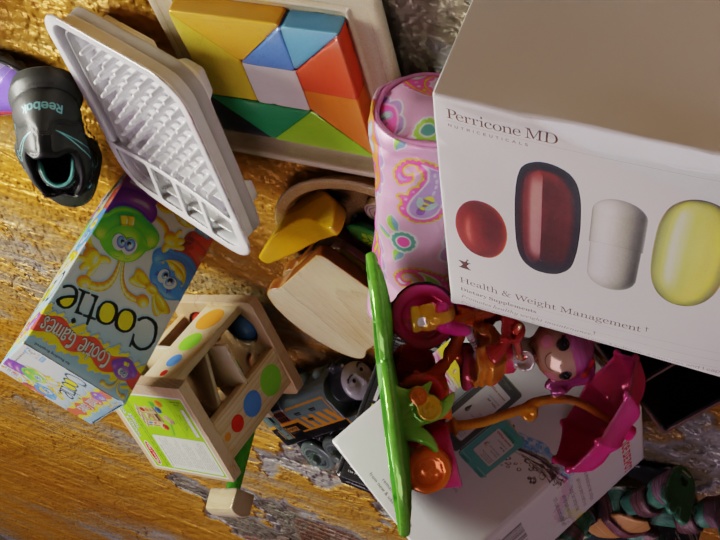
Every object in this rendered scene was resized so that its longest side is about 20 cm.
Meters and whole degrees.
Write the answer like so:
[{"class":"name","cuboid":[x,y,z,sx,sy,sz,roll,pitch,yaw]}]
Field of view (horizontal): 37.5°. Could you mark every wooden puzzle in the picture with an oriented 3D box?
[{"class":"wooden puzzle","cuboid":[-0.058,-0.143,0.758,0.183,0.037,0.201,13,148,21]}]

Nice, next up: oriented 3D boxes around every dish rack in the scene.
[{"class":"dish rack","cuboid":[-0.152,-0.113,0.831,0.171,0.044,0.201,33,158,31]}]

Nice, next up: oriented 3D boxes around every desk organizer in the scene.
[{"class":"desk organizer","cuboid":[0.225,0.039,0.797,0.071,0.077,0.200,-6,138,42]}]

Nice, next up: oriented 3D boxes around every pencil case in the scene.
[{"class":"pencil case","cuboid":[0.046,-0.040,0.759,0.087,0.088,0.201,15,136,16]}]

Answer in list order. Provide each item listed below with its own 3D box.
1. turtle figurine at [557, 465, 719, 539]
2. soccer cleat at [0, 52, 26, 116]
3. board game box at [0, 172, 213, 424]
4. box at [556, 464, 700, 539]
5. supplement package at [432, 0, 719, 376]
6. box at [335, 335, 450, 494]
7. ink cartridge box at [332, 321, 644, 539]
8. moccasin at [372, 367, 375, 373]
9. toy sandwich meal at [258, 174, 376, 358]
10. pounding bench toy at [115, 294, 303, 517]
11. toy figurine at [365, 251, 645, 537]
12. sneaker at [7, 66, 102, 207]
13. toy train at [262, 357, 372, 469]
[{"class":"turtle figurine","cuboid":[0.230,0.227,0.933,0.148,0.102,0.200,10,152,-30]},{"class":"soccer cleat","cuboid":[-0.361,-0.148,0.937,0.198,0.074,0.068,5,145,29]},{"class":"board game box","cuboid":[-0.230,0.022,0.982,0.103,0.201,0.105,34,149,-17]},{"class":"box","cuboid":[0.227,0.303,1.094,0.195,0.201,0.118,4,145,33]},{"class":"supplement package","cuboid":[0.155,-0.067,0.609,0.189,0.148,0.201,14,150,18]},{"class":"box","cuboid":[0.096,0.151,0.986,0.198,0.162,0.044,19,164,11]},{"class":"ink cartridge box","cuboid":[0.110,0.146,0.867,0.146,0.200,0.147,47,173,29]},{"class":"moccasin","cuboid":[0.101,0.148,1.062,0.200,0.078,0.074,32,150,-12]},{"class":"toy sandwich meal","cuboid":[0.000,0.000,0.908,0.203,0.071,0.206,18,150,11]},{"class":"pounding bench toy","cuboid":[-0.144,0.142,1.126,0.123,0.156,0.201,-1,127,38]},{"class":"toy figurine","cuboid":[0.104,0.073,0.737,0.182,0.150,0.202,-8,106,-1]},{"class":"sneaker","cuboid":[-0.266,-0.093,0.917,0.075,0.080,0.200,-8,159,-8]},{"class":"toy train","cuboid":[-0.031,0.155,1.177,0.114,0.085,0.199,44,146,-14]}]
